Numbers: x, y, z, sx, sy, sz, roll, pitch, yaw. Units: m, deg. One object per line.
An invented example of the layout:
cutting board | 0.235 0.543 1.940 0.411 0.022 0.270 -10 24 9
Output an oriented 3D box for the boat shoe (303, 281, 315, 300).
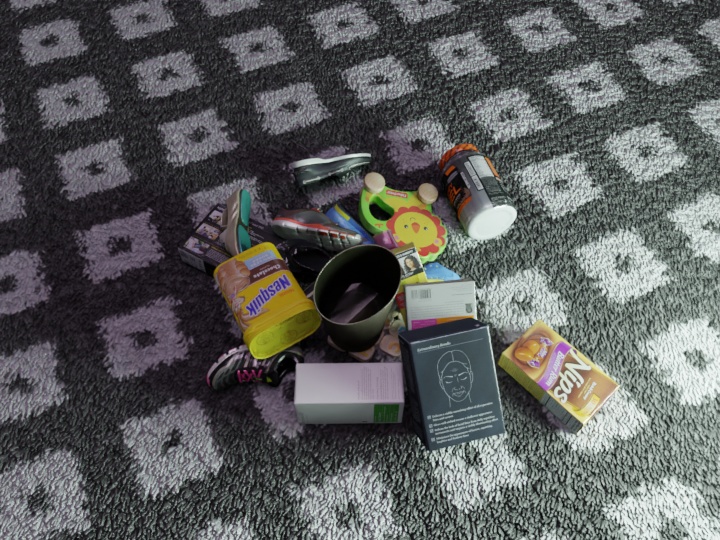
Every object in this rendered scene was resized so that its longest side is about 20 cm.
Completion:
boat shoe | -0.147 0.073 1.433 0.200 0.072 0.068 -38 68 -20

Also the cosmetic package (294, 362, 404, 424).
cosmetic package | -0.021 0.229 1.311 0.199 0.108 0.085 -2 57 0

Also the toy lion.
toy lion | 0.092 -0.107 1.543 0.199 0.069 0.193 11 59 -8

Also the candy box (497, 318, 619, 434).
candy box | 0.381 0.202 1.361 0.117 0.057 0.200 -38 66 -23

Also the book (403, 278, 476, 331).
book | 0.155 0.122 1.343 0.133 0.048 0.201 -4 99 -3

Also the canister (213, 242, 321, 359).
canister | -0.186 0.053 1.365 0.148 0.087 0.200 -28 54 -11

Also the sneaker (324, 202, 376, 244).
sneaker | -0.006 -0.057 1.535 0.200 0.066 0.079 44 102 14

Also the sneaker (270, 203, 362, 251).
sneaker | -0.087 -0.101 1.491 0.199 0.077 0.082 14 62 3

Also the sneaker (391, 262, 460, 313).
sneaker | 0.121 0.033 1.458 0.199 0.076 0.105 7 40 -3

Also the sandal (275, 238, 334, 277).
sandal | -0.097 -0.023 1.437 0.200 0.048 0.076 20 72 24

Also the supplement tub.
supplement tub | 0.256 -0.179 1.569 0.122 0.123 0.201 -15 57 -10

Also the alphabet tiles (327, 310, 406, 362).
alphabet tiles | 0.021 0.092 1.456 0.195 0.015 0.200 26 60 16

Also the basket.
basket | -0.009 0.069 1.336 0.136 0.200 0.180 41 68 18

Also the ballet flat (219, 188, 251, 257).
ballet flat | -0.266 -0.086 1.487 0.069 0.070 0.201 -3 52 -2

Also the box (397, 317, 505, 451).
box | 0.163 0.202 1.272 0.148 0.107 0.201 -11 97 -7

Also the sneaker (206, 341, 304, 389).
sneaker | -0.195 0.189 1.355 0.199 0.074 0.088 -20 53 -19

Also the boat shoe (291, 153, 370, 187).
boat shoe | -0.065 -0.236 1.645 0.199 0.076 0.061 -12 95 -19

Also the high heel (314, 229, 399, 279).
high heel | 0.000 0.000 1.466 0.199 0.067 0.096 -30 77 19

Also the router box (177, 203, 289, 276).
router box | -0.269 -0.046 1.523 0.199 0.051 0.149 26 58 15

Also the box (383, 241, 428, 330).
box | 0.104 0.051 1.375 0.075 0.201 0.050 -19 15 2
